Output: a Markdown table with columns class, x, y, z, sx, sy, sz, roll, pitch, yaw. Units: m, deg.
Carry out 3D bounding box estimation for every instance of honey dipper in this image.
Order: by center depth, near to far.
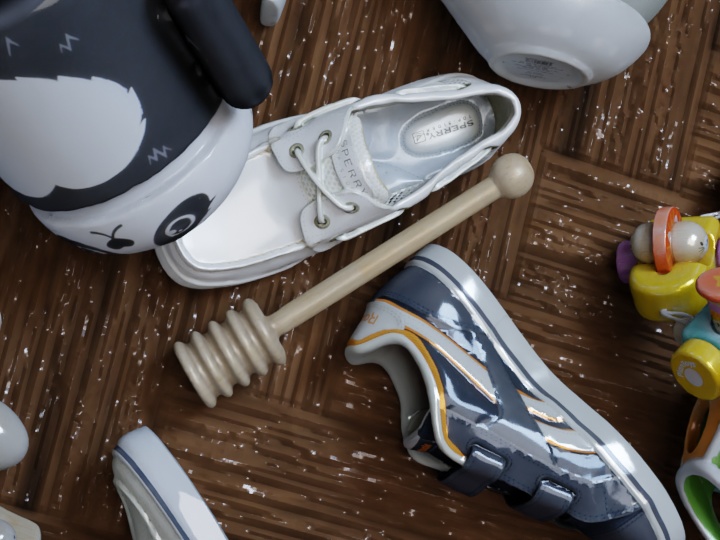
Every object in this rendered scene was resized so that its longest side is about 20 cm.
| class | x | y | z | sx | sy | sz | roll | pitch | yaw |
| --- | --- | --- | --- | --- | --- | --- | --- | --- | --- |
| honey dipper | 0.000 | 0.000 | 0.999 | 0.199 | 0.038 | 0.038 | -32 | 95 | -1 |

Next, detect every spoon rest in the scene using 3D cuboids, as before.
| class | x | y | z | sx | sy | sz | roll | pitch | yaw |
| --- | --- | --- | --- | --- | --- | --- | --- | --- | --- |
| spoon rest | 0.051 | -0.138 | 1.030 | 0.198 | 0.099 | 0.061 | 11 | 77 | -4 |

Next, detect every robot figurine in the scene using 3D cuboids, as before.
| class | x | y | z | sx | sy | sz | roll | pitch | yaw |
| --- | --- | --- | --- | --- | --- | --- | --- | --- | --- |
| robot figurine | -0.131 | -0.098 | 0.924 | 0.125 | 0.150 | 0.201 | -41 | 127 | -11 |

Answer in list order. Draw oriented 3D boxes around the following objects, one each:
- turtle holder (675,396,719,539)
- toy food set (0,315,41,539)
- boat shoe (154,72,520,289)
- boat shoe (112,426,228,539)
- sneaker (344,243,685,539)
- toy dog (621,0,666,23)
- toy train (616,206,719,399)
| class | x | y | z | sx | sy | sz | roll | pitch | yaw |
| --- | --- | --- | --- | --- | --- | --- | --- | --- | --- |
| turtle holder | 0.244 | 0.113 | 1.042 | 0.131 | 0.141 | 0.187 | -33 | 108 | -18 |
| toy food set | -0.178 | 0.125 | 0.865 | 0.060 | 0.201 | 0.144 | 15 | 57 | 8 |
| boat shoe | -0.010 | -0.052 | 1.009 | 0.199 | 0.069 | 0.071 | -27 | 95 | -16 |
| boat shoe | -0.087 | 0.179 | 0.973 | 0.086 | 0.075 | 0.203 | -29 | 104 | -13 |
| sneaker | 0.073 | 0.087 | 1.021 | 0.079 | 0.078 | 0.200 | -42 | 87 | -21 |
| toy dog | 0.170 | -0.226 | 1.045 | 0.200 | 0.132 | 0.097 | -41 | 66 | 6 |
| toy train | 0.206 | -0.013 | 1.026 | 0.149 | 0.201 | 0.056 | -19 | 123 | 5 |
